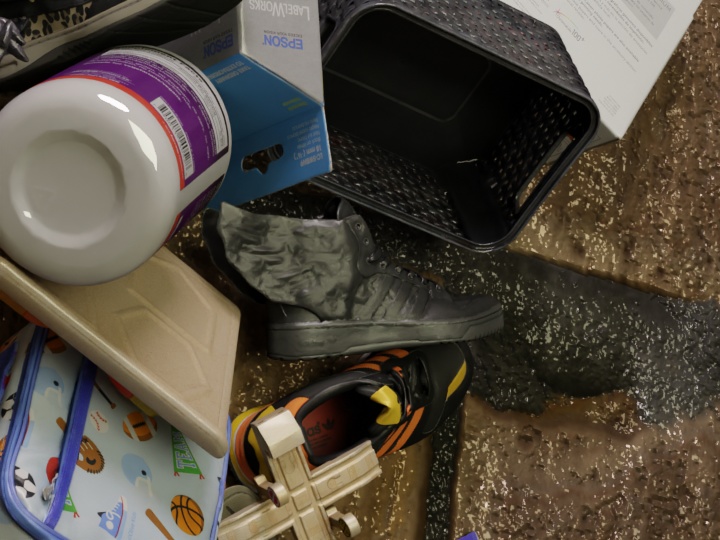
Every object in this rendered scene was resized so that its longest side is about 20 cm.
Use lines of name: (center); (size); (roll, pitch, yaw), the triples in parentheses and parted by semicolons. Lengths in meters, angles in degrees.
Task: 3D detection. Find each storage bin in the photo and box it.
storage bin: (0.038, -0.114, 1.492); (0.200, 0.135, 0.094); (23, 29, -28)

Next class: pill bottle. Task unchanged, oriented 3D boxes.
pill bottle: (-0.138, -0.066, 1.298); (0.113, 0.112, 0.200); (62, 14, -8)

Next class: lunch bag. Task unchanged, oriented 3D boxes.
lunch bag: (-0.156, 0.117, 1.320); (0.160, 0.075, 0.200); (39, 32, -25)

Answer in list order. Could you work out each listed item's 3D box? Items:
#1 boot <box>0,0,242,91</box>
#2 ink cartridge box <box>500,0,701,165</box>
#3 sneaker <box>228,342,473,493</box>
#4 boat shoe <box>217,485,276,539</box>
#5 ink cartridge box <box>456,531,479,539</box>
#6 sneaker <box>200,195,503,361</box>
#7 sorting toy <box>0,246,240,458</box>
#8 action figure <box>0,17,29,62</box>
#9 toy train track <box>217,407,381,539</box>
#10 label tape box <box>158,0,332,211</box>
boot: (-0.159, -0.205, 1.362); (0.073, 0.203, 0.154); (-3, 76, -56)
ink cartridge box: (0.134, -0.210, 1.626); (0.200, 0.084, 0.176); (46, 57, -18)
sneaker: (0.013, 0.089, 1.474); (0.200, 0.090, 0.070); (-23, 93, -35)
boat shoe: (-0.107, 0.211, 1.376); (0.075, 0.068, 0.200); (48, 36, -22)
ink cartridge box: (0.044, 0.291, 1.482); (0.200, 0.043, 0.199); (-20, 91, -37)
sneaker: (-0.001, 0.000, 1.456); (0.199, 0.060, 0.105); (-7, 92, -24)
sorting toy: (-0.150, 0.014, 1.343); (0.185, 0.036, 0.200); (40, 17, -18)
action figure: (-0.251, -0.126, 1.281); (0.119, 0.200, 0.102); (36, 92, -10)
toy train track: (-0.017, 0.179, 1.391); (0.114, 0.033, 0.201); (-27, 109, -22)
label tape box: (-0.089, -0.146, 1.421); (0.063, 0.144, 0.201); (3, 78, -36)
